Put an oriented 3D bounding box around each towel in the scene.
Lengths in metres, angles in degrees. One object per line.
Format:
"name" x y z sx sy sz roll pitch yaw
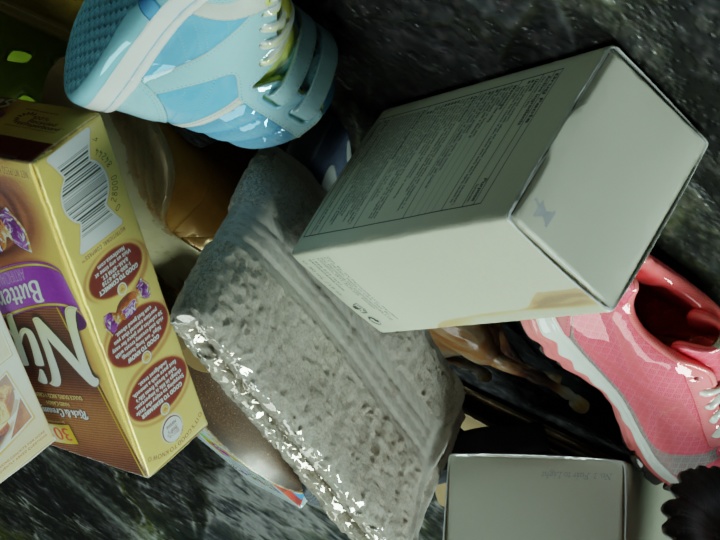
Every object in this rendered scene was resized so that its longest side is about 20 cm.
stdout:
"towel" -0.015 0.047 1.019 0.034 0.133 0.200 -17 123 35

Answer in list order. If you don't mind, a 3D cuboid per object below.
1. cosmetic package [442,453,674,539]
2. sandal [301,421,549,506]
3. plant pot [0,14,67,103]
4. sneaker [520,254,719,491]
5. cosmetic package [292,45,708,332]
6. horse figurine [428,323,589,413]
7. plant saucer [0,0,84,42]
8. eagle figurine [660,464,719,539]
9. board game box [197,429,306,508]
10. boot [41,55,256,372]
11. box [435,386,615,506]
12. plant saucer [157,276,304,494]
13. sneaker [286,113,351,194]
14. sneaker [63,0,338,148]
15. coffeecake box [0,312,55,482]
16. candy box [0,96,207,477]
"cosmetic package" 0.122 0.146 1.132 0.103 0.073 0.200 1 172 17
"sandal" 0.034 0.109 1.186 0.076 0.043 0.200 -26 165 38
"plant pot" -0.256 -0.064 1.203 0.181 0.200 0.199 40 159 0
"sneaker" 0.169 0.057 1.013 0.200 0.074 0.087 42 153 -24
"cosmetic package" 0.061 -0.033 0.933 0.071 0.105 0.200 41 159 -21
"horse figurine" 0.050 0.040 1.178 0.133 0.050 0.200 39 156 -28
"plant saucer" -0.171 -0.182 1.020 0.200 0.048 0.200 25 156 22
"eagle figurine" 0.245 0.176 1.007 0.200 0.152 0.151 -8 139 -6
"board game box" -0.097 0.053 1.321 0.200 0.103 0.105 43 167 -23
"boot" -0.100 -0.052 1.102 0.071 0.144 0.201 -17 111 23
"box" 0.115 0.150 1.355 0.163 0.021 0.200 25 158 21
"plant saucer" -0.057 0.044 1.205 0.032 0.200 0.200 -35 116 24
"sneaker" 0.000 0.000 1.102 0.082 0.070 0.200 13 132 21
"sneaker" -0.047 -0.129 0.942 0.130 0.080 0.200 18 149 -28
"coffeecake box" -0.271 0.019 1.049 0.153 0.073 0.200 5 124 41
"candy box" -0.164 0.008 1.043 0.117 0.056 0.200 12 131 39
